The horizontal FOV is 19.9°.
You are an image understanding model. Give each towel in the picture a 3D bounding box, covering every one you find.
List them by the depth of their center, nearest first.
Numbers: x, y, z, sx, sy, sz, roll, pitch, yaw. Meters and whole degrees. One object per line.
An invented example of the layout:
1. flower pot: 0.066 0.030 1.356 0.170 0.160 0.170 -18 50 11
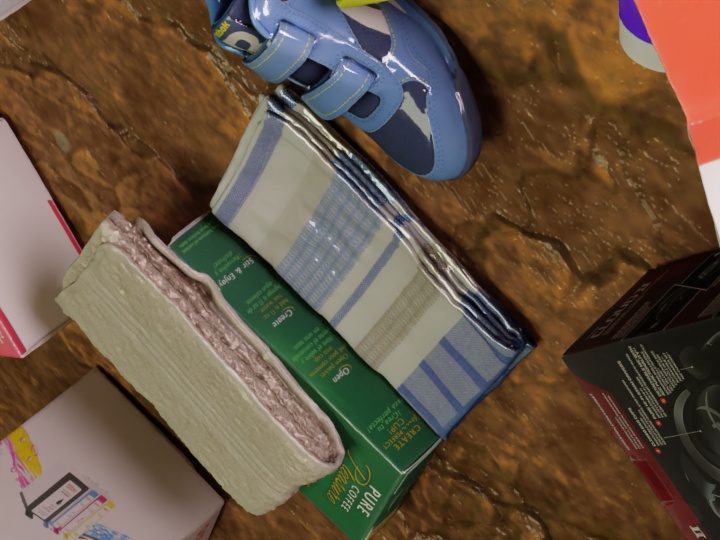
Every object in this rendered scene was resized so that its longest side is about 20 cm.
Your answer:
1. towel: 0.000 0.000 1.137 0.200 0.024 0.147 46 151 5
2. towel: -0.100 0.058 1.235 0.200 0.034 0.133 49 151 0

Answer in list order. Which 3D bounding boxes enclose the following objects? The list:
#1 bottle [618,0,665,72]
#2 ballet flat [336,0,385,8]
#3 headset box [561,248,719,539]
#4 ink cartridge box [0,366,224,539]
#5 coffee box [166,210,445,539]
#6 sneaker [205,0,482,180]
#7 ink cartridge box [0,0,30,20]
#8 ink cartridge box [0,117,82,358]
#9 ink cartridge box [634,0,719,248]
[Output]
1. bottle: 0.117 -0.163 0.743 0.200 0.065 0.084 83 174 -45
2. ballet flat: 0.044 -0.158 0.866 0.067 0.067 0.200 28 148 -7
3. headset box: 0.194 0.063 0.902 0.149 0.077 0.200 54 150 -9
4. ink cartridge box: -0.225 0.202 1.484 0.145 0.200 0.147 45 150 11
5. coffee box: -0.045 0.069 1.252 0.200 0.044 0.123 42 149 12
6. sneaker: -0.024 -0.113 0.981 0.200 0.082 0.074 49 149 -4
7. ink cartridge box: -0.277 -0.226 1.119 0.200 0.145 0.145 28 144 33
8. ink cartridge box: -0.290 -0.022 1.426 0.200 0.084 0.145 1 125 52
9. ink cartridge box: 0.200 -0.041 0.726 0.162 0.057 0.200 -19 117 21
